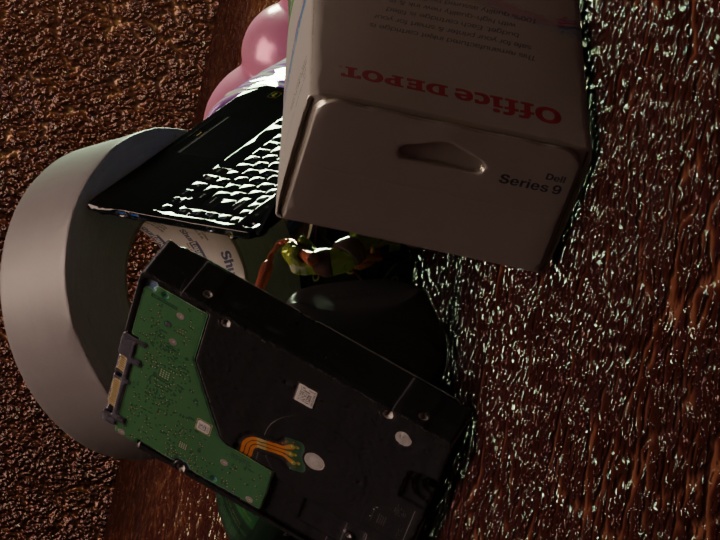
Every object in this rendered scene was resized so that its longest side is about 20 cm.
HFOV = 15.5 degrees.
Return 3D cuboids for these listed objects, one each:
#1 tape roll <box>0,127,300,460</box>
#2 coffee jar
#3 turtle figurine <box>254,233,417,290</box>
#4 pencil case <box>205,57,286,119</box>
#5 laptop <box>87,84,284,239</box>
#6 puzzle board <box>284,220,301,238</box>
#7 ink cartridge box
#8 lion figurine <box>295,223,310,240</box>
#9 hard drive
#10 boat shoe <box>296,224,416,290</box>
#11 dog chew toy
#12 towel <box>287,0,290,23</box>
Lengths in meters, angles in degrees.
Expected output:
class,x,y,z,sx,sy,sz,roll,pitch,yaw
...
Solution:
class,x,y,z,sx,sy,sz,roll,pitch,yaw
tape roll,-0.128,0.015,1.649,0.066,0.200,0.202,-13,60,43
coffee jar,-0.018,0.091,1.586,0.201,0.103,0.086,110,146,-47
turtle figurine,0.021,-0.042,1.564,0.200,0.064,0.161,-41,-3,-30
pencil case,-0.048,-0.103,1.854,0.200,0.083,0.086,-36,-39,-67
laptop,-0.042,-0.103,1.558,0.177,0.199,0.104,-39,-51,-44
puzzle board,-0.029,-0.053,1.863,0.151,0.017,0.200,-44,-4,-20
ink cartridge box,0.036,-0.105,1.357,0.201,0.144,0.088,-90,14,-50
lion figurine,-0.028,0.011,1.841,0.200,0.072,0.124,161,106,-71
hard drive,-0.045,0.082,1.489,0.038,0.199,0.140,-54,-12,-44
boat shoe,-0.003,0.000,1.709,0.063,0.073,0.203,139,139,-71
dog chew toy,-0.045,-0.153,2.054,0.125,0.124,0.201,-109,39,-73
towel,0.019,-0.199,1.666,0.200,0.146,0.022,-101,-15,-69
